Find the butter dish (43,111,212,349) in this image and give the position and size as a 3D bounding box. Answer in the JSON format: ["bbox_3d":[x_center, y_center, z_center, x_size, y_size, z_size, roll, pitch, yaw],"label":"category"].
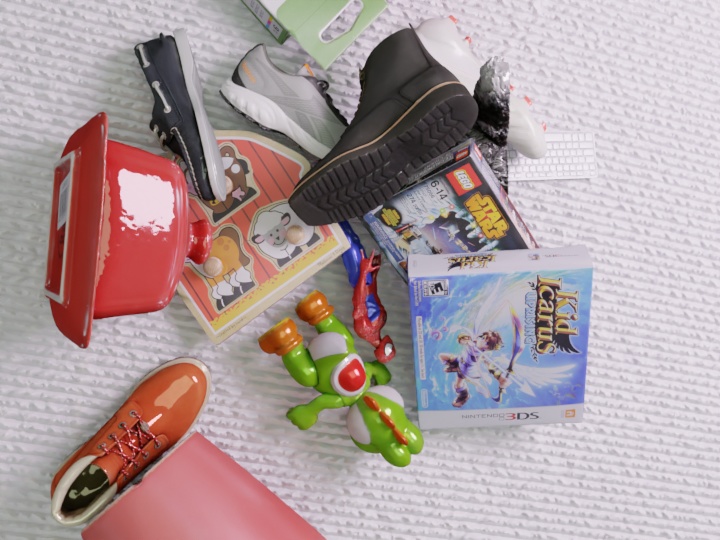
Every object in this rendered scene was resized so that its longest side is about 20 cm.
[{"bbox_3d":[-0.212,-0.033,0.752,0.146,0.199,0.202,4,90,-28],"label":"butter dish"}]

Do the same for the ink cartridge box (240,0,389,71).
[{"bbox_3d":[-0.076,-0.313,0.835,0.104,0.059,0.200,-45,100,-8],"label":"ink cartridge box"}]

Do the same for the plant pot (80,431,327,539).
[{"bbox_3d":[-0.157,0.269,0.764,0.200,0.200,0.178,-40,89,-9],"label":"plant pot"}]

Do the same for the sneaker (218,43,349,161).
[{"bbox_3d":[-0.046,-0.161,0.830,0.199,0.074,0.080,30,98,-11],"label":"sneaker"}]

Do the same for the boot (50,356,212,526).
[{"bbox_3d":[-0.223,0.169,0.783,0.075,0.107,0.200,45,80,-8],"label":"boot"}]

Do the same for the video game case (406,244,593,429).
[{"bbox_3d":[0.143,0.075,0.825,0.179,0.046,0.202,-4,122,4],"label":"video game case"}]

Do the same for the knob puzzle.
[{"bbox_3d":[-0.135,-0.057,0.813,0.216,0.030,0.223,0,88,6],"label":"knob puzzle"}]

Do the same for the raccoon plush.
[{"bbox_3d":[0.083,-0.131,0.824,0.132,0.097,0.202,-3,127,5],"label":"raccoon plush"}]

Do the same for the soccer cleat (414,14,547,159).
[{"bbox_3d":[0.125,-0.190,0.883,0.077,0.069,0.200,-43,92,-4],"label":"soccer cleat"}]

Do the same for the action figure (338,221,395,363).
[{"bbox_3d":[0.000,0.000,0.845,0.051,0.065,0.203,-15,89,11],"label":"action figure"}]

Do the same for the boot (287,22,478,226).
[{"bbox_3d":[0.004,-0.145,0.787,0.199,0.078,0.139,-31,52,7],"label":"boot"}]

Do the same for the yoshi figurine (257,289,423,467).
[{"bbox_3d":[-0.017,0.126,0.845,0.112,0.112,0.200,-41,88,20],"label":"yoshi figurine"}]

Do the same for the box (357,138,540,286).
[{"bbox_3d":[0.105,-0.021,0.825,0.136,0.040,0.201,-26,118,26],"label":"box"}]

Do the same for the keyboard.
[{"bbox_3d":[0.183,-0.133,0.921,0.197,0.011,0.057,-3,91,-13],"label":"keyboard"}]

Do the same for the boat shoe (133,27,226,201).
[{"bbox_3d":[-0.179,-0.149,0.787,0.060,0.076,0.202,-16,61,-5],"label":"boat shoe"}]
